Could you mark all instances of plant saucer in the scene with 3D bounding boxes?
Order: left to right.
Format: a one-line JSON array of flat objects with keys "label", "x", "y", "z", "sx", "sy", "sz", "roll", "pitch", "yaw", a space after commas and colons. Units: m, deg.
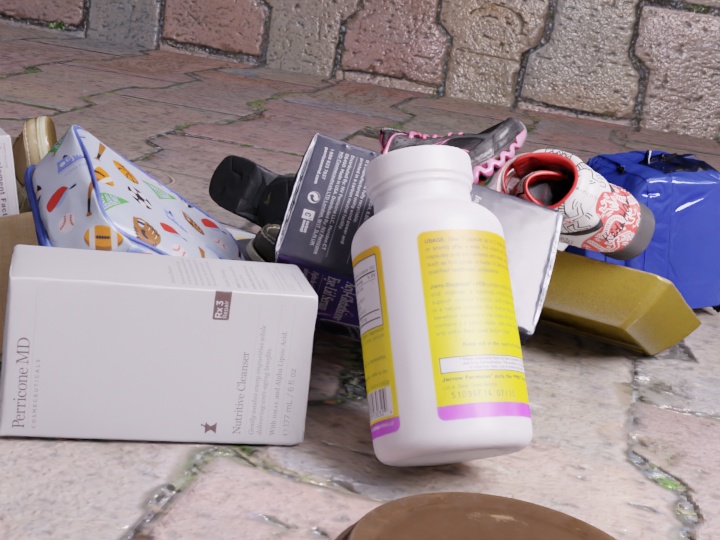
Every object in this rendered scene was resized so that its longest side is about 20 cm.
[{"label": "plant saucer", "x": 0.076, "y": 0.168, "z": 0.623, "sx": 0.199, "sy": 0.030, "sz": 0.200, "roll": 8, "pitch": 15, "yaw": -2}, {"label": "plant saucer", "x": 0.192, "y": 0.026, "z": 1.063, "sx": 0.199, "sy": 0.049, "sz": 0.200, "roll": 16, "pitch": -6, "yaw": 27}]

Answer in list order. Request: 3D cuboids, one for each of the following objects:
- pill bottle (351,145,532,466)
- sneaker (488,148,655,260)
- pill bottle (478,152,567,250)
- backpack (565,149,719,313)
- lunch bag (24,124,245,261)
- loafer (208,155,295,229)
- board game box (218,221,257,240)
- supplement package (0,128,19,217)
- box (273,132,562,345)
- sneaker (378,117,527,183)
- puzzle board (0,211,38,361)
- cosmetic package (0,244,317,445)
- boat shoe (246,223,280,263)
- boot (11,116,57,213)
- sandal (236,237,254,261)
[{"label": "pill bottle", "x": 0.050, "y": 0.024, "z": 0.775, "sx": 0.104, "sy": 0.201, "sz": 0.104, "roll": -6, "pitch": -14, "yaw": -1}, {"label": "sneaker", "x": 0.139, "y": -0.063, "z": 0.979, "sx": 0.108, "sy": 0.067, "sz": 0.201, "roll": 28, "pitch": -8, "yaw": -36}, {"label": "pill bottle", "x": 0.121, "y": -0.055, "z": 1.229, "sx": 0.112, "sy": 0.113, "sz": 0.200, "roll": -3, "pitch": -3, "yaw": -34}, {"label": "backpack", "x": 0.306, "y": -0.058, "z": 1.308, "sx": 0.167, "sy": 0.163, "sz": 0.200, "roll": 3, "pitch": 17, "yaw": -6}, {"label": "lunch bag", "x": -0.162, "y": -0.017, "z": 0.904, "sx": 0.200, "sy": 0.076, "sz": 0.160, "roll": 39, "pitch": 13, "yaw": -41}, {"label": "loafer", "x": -0.067, "y": -0.058, "z": 1.182, "sx": 0.200, "sy": 0.073, "sz": 0.072, "roll": 36, "pitch": 8, "yaw": 40}, {"label": "board game box", "x": -0.197, "y": -0.045, "z": 1.146, "sx": 0.134, "sy": 0.034, "sz": 0.200, "roll": 18, "pitch": 2, "yaw": 33}, {"label": "supplement package", "x": -0.407, "y": -0.064, "z": 1.014, "sx": 0.199, "sy": 0.110, "sz": 0.114, "roll": -9, "pitch": 21, "yaw": -24}, {"label": "box", "x": 0.037, "y": -0.005, "z": 0.914, "sx": 0.199, "sy": 0.105, "sz": 0.148, "roll": 18, "pitch": -21, "yaw": 0}, {"label": "sneaker", "x": 0.061, "y": -0.102, "z": 1.095, "sx": 0.200, "sy": 0.096, "sz": 0.079, "roll": -30, "pitch": -5, "yaw": -9}, {"label": "puzzle board", "x": -0.272, "y": 0.011, "z": 0.915, "sx": 0.150, "sy": 0.017, "sz": 0.200, "roll": -11, "pitch": 34, "yaw": -14}, {"label": "cosmetic package", "x": -0.137, "y": 0.050, "z": 0.787, "sx": 0.199, "sy": 0.113, "sz": 0.081, "roll": 2, "pitch": 16, "yaw": -17}, {"label": "boat shoe", "x": 0.000, "y": -0.002, "z": 1.038, "sx": 0.201, "sy": 0.060, "sz": 0.072, "roll": 22, "pitch": 30, "yaw": -10}, {"label": "boot", "x": -0.379, "y": -0.096, "z": 1.158, "sx": 0.154, "sy": 0.072, "sz": 0.200, "roll": 1, "pitch": -16, "yaw": -19}, {"label": "sandal", "x": -0.093, "y": 0.023, "z": 1.059, "sx": 0.076, "sy": 0.043, "sz": 0.200, "roll": -3, "pitch": 27, "yaw": -12}]
